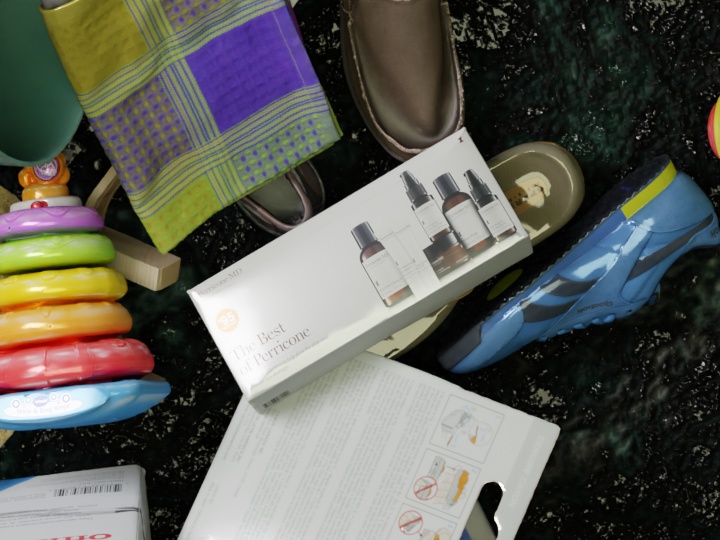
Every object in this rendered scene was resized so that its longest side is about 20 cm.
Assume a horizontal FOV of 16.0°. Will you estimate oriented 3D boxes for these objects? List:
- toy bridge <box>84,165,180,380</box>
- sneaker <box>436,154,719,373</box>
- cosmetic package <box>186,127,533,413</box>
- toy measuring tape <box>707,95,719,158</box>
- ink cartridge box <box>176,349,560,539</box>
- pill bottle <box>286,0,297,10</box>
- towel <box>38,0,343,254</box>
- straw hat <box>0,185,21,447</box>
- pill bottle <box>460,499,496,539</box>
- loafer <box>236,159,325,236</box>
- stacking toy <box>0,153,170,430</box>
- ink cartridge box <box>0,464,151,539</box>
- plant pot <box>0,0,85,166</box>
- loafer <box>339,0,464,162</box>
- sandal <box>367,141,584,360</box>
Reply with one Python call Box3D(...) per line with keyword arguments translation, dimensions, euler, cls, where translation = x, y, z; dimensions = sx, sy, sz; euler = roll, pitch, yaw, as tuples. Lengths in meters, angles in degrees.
Box3D(translation=(-0.146, -0.008, 1.598), dimensions=(0.067, 0.027, 0.201), euler=(22, 117, 24), cls="toy bridge")
Box3D(translation=(0.142, 0.015, 1.625), dimensions=(0.200, 0.066, 0.079), euler=(-38, 103, 2), cls="sneaker")
Box3D(translation=(0.000, 0.000, 1.568), dimensions=(0.199, 0.051, 0.083), euler=(-31, 75, 0), cls="cosmetic package")
Box3D(translation=(0.260, -0.052, 1.617), dimensions=(0.073, 0.074, 0.202), euler=(-8, 97, -3), cls="toy measuring tape")
Box3D(translation=(0.006, 0.138, 1.571), dimensions=(0.199, 0.047, 0.161), euler=(20, 74, 19), cls="ink cartridge box")
Box3D(translation=(-0.116, -0.229, 1.546), dimensions=(0.199, 0.112, 0.113), euler=(34, 95, -8), cls="pill bottle")
Box3D(translation=(-0.096, -0.117, 1.500), dimensions=(0.143, 0.023, 0.201), euler=(-31, 129, -13), cls="towel")
Box3D(translation=(-0.286, 0.031, 1.577), dimensions=(0.085, 0.200, 0.203), euler=(9, 100, 34), cls="straw hat")
Box3D(translation=(0.002, 0.223, 1.622), dimensions=(0.199, 0.114, 0.114), euler=(-27, 99, 1), cls="pill bottle")
Box3D(translation=(-0.095, -0.099, 1.592), dimensions=(0.072, 0.063, 0.200), euler=(-44, 99, 4), cls="loafer")
Box3D(translation=(-0.187, -0.005, 1.557), dimensions=(0.115, 0.110, 0.202), euler=(-6, 86, 9), cls="stacking toy")
Box3D(translation=(-0.200, 0.187, 1.558), dimensions=(0.144, 0.200, 0.084), euler=(-6, 99, -3), cls="ink cartridge box")
Box3D(translation=(-0.264, -0.155, 1.447), dimensions=(0.160, 0.200, 0.202), euler=(-3, 100, 19), cls="plant pot")
Box3D(translation=(0.018, -0.161, 1.586), dimensions=(0.072, 0.071, 0.202), euler=(-16, 99, -1), cls="loafer")
Box3D(translation=(0.055, -0.011, 1.618), dimensions=(0.199, 0.054, 0.081), euler=(-35, 99, 8), cls="sandal")
